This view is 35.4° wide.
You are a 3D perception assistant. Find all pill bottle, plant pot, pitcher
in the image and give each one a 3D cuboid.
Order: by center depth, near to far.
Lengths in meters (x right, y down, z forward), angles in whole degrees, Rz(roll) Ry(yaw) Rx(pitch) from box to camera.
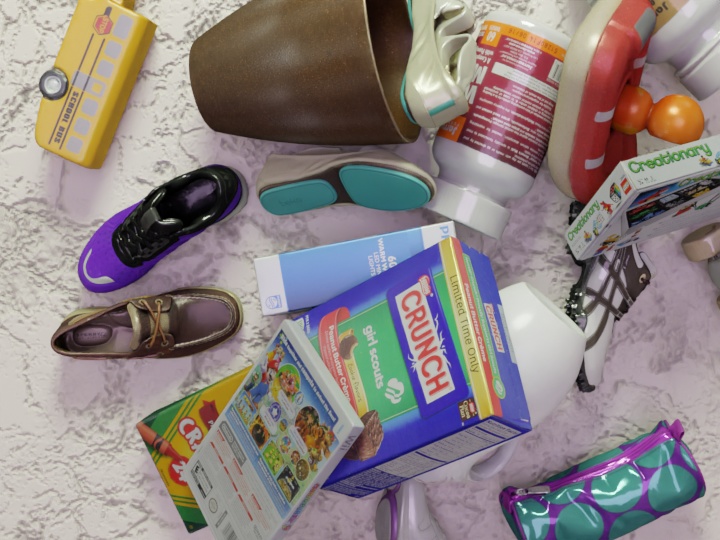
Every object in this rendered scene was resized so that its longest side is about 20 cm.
[{"bbox_3d":[0.293,-0.267,1.091,0.114,0.114,0.200,-44,91,4],"label":"pill bottle"},{"bbox_3d":[-0.058,-0.198,1.092,0.196,0.187,0.191,-9,93,17],"label":"plant pot"},{"bbox_3d":[0.137,0.121,1.103,0.201,0.171,0.121,-51,51,11],"label":"pitcher"},{"bbox_3d":[0.135,-0.141,1.107,0.108,0.110,0.203,23,94,1],"label":"pill bottle"}]

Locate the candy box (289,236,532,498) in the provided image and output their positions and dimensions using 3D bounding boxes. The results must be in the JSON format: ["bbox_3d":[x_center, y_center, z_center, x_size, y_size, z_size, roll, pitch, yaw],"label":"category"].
[{"bbox_3d":[0.040,0.093,1.026,0.198,0.077,0.172,-27,60,28],"label":"candy box"}]

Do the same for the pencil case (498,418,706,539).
[{"bbox_3d":[0.242,0.225,1.138,0.197,0.085,0.093,-24,121,3],"label":"pencil case"}]

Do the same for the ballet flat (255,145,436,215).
[{"bbox_3d":[-0.013,-0.097,1.117,0.196,0.069,0.071,0,94,24],"label":"ballet flat"}]

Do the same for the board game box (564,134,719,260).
[{"bbox_3d":[0.301,-0.076,1.060,0.197,0.127,0.035,-16,67,-24],"label":"board game box"}]

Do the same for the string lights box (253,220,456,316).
[{"bbox_3d":[0.000,0.000,1.124,0.196,0.103,0.060,-11,88,2],"label":"string lights box"}]

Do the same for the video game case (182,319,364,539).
[{"bbox_3d":[-0.087,0.168,1.051,0.201,0.018,0.144,-55,47,20],"label":"video game case"}]

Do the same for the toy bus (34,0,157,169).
[{"bbox_3d":[-0.266,-0.211,1.140,0.077,0.065,0.203,23,94,0],"label":"toy bus"}]

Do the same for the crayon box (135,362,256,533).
[{"bbox_3d":[-0.115,0.168,1.138,0.198,0.051,0.129,-27,92,21],"label":"crayon box"}]

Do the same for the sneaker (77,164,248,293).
[{"bbox_3d":[-0.208,-0.047,1.130,0.198,0.100,0.070,-34,90,3],"label":"sneaker"}]

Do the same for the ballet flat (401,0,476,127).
[{"bbox_3d":[0.081,-0.216,1.069,0.068,0.070,0.203,4,51,2],"label":"ballet flat"}]

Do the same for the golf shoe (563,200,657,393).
[{"bbox_3d":[0.252,0.024,1.130,0.092,0.078,0.204,3,95,2],"label":"golf shoe"}]

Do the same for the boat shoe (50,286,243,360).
[{"bbox_3d":[-0.219,0.059,1.151,0.196,0.072,0.074,-5,93,3],"label":"boat shoe"}]

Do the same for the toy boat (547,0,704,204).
[{"bbox_3d":[0.253,-0.146,1.044,0.129,0.131,0.202,21,138,19],"label":"toy boat"}]

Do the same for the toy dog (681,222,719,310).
[{"bbox_3d":[0.403,-0.010,1.082,0.096,0.200,0.133,-33,117,-12],"label":"toy dog"}]

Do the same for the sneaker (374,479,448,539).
[{"bbox_3d":[0.069,0.295,1.167,0.098,0.075,0.204,-6,94,-16],"label":"sneaker"}]
